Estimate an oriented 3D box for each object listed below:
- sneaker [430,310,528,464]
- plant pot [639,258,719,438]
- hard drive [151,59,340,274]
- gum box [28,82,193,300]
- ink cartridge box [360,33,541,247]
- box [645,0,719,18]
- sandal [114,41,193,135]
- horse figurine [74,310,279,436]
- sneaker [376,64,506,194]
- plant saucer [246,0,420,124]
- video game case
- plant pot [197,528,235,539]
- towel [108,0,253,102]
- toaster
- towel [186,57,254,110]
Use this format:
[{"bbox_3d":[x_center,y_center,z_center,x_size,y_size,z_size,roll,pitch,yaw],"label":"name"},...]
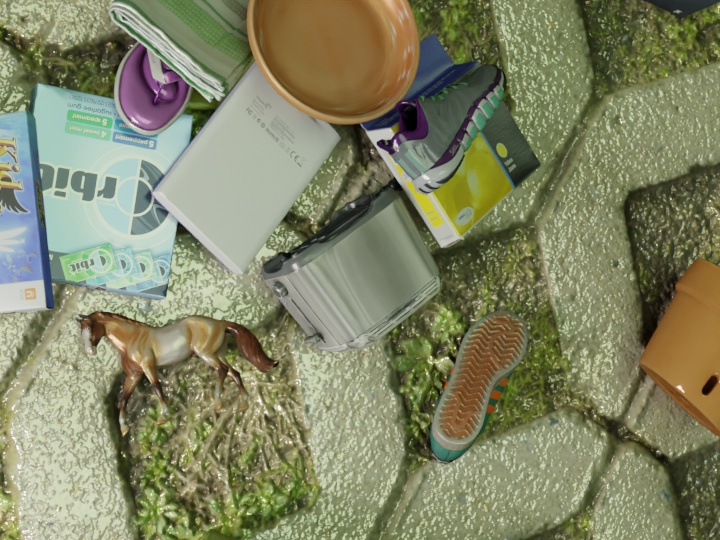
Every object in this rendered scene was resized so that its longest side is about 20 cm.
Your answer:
[{"bbox_3d":[0.128,0.133,1.621,0.071,0.080,0.200,29,56,6],"label":"sneaker"},{"bbox_3d":[0.426,0.104,1.672,0.200,0.200,0.140,42,89,-12],"label":"plant pot"},{"bbox_3d":[-0.121,-0.114,1.539,0.132,0.025,0.200,45,65,-25],"label":"hard drive"},{"bbox_3d":[-0.276,-0.081,1.496,0.169,0.045,0.201,11,83,-19],"label":"gum box"},{"bbox_3d":[0.098,-0.156,1.602,0.198,0.047,0.200,-41,103,-43],"label":"ink cartridge box"},{"bbox_3d":[0.383,-0.437,1.735,0.148,0.107,0.201,19,80,-18],"label":"box"},{"bbox_3d":[-0.200,-0.235,1.507,0.082,0.050,0.203,28,62,-8],"label":"sandal"},{"bbox_3d":[-0.191,0.095,1.504,0.199,0.050,0.133,-11,72,-13],"label":"horse figurine"},{"bbox_3d":[0.090,-0.176,1.527,0.088,0.074,0.200,42,50,-13],"label":"sneaker"},{"bbox_3d":[-0.031,-0.249,1.514,0.200,0.037,0.201,6,75,-26],"label":"plant saucer"},{"bbox_3d":[-0.409,-0.051,1.417,0.181,0.045,0.201,-6,88,-3],"label":"video game case"},{"bbox_3d":[-0.117,0.368,1.455,0.184,0.200,0.201,35,75,-2],"label":"plant pot"},{"bbox_3d":[-0.164,-0.282,1.510,0.149,0.031,0.200,40,45,-10],"label":"towel"},{"bbox_3d":[0.000,0.000,1.557,0.200,0.114,0.129,-37,102,-27],"label":"toaster"},{"bbox_3d":[-0.123,-0.219,1.578,0.199,0.018,0.086,-1,85,-20],"label":"towel"}]
